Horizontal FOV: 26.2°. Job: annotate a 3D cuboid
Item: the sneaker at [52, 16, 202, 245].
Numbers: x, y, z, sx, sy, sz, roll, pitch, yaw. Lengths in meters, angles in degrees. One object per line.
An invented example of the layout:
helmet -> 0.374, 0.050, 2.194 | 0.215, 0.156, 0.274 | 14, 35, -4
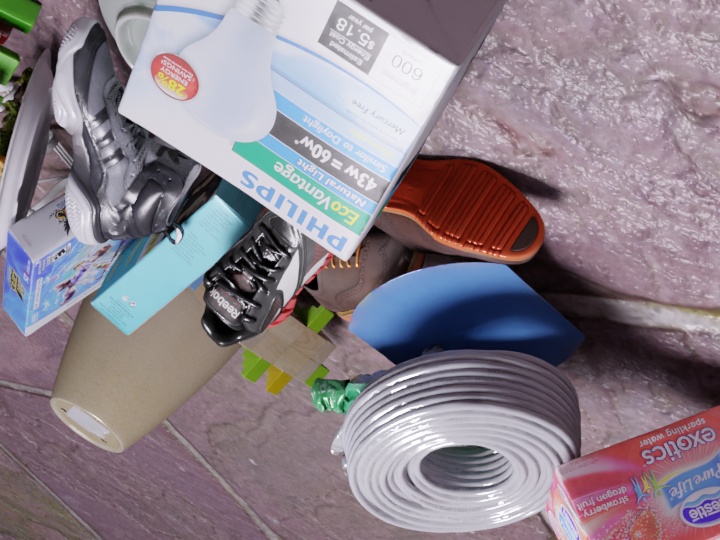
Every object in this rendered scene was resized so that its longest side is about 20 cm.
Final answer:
sneaker -> -0.193, -0.114, 1.309 | 0.112, 0.076, 0.202 | 6, 116, 11

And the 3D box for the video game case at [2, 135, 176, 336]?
video game case -> -0.253, -0.033, 1.474 | 0.046, 0.181, 0.200 | 50, 156, 8

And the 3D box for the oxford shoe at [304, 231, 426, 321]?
oxford shoe -> 0.000, 0.000, 1.353 | 0.072, 0.072, 0.200 | 23, 157, -16

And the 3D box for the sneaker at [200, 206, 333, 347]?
sneaker -> -0.080, -0.002, 1.296 | 0.071, 0.098, 0.201 | 44, 137, 9

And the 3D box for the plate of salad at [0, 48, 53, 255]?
plate of salad -> -0.318, -0.106, 1.407 | 0.047, 0.202, 0.200 | 14, 155, -6

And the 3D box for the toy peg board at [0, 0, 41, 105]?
toy peg board -> -0.378, -0.168, 1.390 | 0.097, 0.202, 0.199 | 26, 158, -21

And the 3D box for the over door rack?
over door rack -> -0.383, -0.126, 1.599 | 0.199, 0.067, 0.148 | 7, 143, 42

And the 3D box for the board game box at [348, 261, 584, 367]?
board game box -> 0.087, 0.035, 1.294 | 0.157, 0.039, 0.200 | -22, 140, 29

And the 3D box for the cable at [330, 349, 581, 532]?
cable -> 0.083, 0.140, 1.257 | 0.197, 0.070, 0.201 | 8, 141, -9

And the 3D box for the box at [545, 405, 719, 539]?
box -> 0.258, 0.184, 1.226 | 0.095, 0.198, 0.103 | 88, 161, -60

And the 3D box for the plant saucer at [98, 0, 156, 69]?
plant saucer -> -0.141, -0.182, 1.241 | 0.199, 0.050, 0.201 | 26, 154, 14

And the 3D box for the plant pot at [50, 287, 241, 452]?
plant pot -> -0.236, 0.084, 1.639 | 0.186, 0.201, 0.188 | 26, 153, 14

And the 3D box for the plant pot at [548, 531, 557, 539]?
plant pot -> 0.261, 0.343, 1.542 | 0.199, 0.201, 0.177 | 42, 164, -17

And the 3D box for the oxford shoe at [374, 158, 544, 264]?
oxford shoe -> 0.069, -0.044, 1.224 | 0.199, 0.071, 0.073 | 26, 160, 38

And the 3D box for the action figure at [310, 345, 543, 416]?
action figure -> 0.056, 0.104, 1.309 | 0.197, 0.055, 0.119 | 0, 149, -6

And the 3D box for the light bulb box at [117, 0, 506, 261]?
light bulb box -> -0.032, -0.151, 1.028 | 0.197, 0.125, 0.201 | 32, 137, 2

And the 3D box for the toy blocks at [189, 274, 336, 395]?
toy blocks -> -0.109, 0.030, 1.515 | 0.137, 0.100, 0.200 | 45, -178, 28

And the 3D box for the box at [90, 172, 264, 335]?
box -> -0.162, -0.025, 1.412 | 0.049, 0.083, 0.199 | 41, 127, -16
